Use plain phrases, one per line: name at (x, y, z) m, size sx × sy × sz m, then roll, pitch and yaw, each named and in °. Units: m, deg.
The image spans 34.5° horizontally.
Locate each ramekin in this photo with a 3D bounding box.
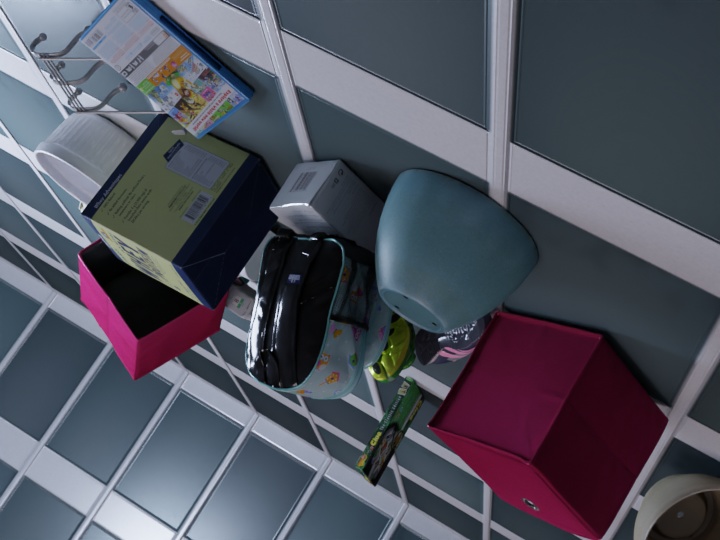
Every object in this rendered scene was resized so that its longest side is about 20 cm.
ramekin at (-0.439, -0.179, 1.954) m, size 0.199 × 0.106 × 0.200 m, roll 30°, pitch 164°, yaw 10°

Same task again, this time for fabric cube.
fabric cube at (0.251, 0.204, 1.549) m, size 0.195 × 0.201 × 0.199 m, roll 14°, pitch 154°, yaw 50°
fabric cube at (-0.370, 0.038, 2.063) m, size 0.201 × 0.195 × 0.200 m, roll 52°, pitch 156°, yaw 13°

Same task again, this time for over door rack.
over door rack at (-0.340, -0.267, 1.610) m, size 0.198 × 0.067 × 0.148 m, roll 13°, pitch 158°, yaw 16°

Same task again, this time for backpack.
backpack at (-0.055, 0.065, 1.481) m, size 0.175 × 0.202 × 0.153 m, roll 7°, pitch 166°, yaw 46°

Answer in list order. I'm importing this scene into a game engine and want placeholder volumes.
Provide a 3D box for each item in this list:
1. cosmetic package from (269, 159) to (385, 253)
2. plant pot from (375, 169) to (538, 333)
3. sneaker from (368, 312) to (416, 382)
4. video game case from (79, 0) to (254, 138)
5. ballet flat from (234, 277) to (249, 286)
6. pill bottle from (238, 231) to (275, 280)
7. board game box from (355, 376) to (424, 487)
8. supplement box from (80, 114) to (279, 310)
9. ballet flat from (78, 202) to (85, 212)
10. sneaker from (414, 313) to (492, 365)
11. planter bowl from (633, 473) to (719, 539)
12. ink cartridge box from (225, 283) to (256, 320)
cosmetic package at (-0.010, -0.054, 1.545) m, size 0.200 × 0.081 × 0.112 m, roll 43°, pitch 159°, yaw -26°
plant pot at (0.095, -0.006, 1.392) m, size 0.199 × 0.135 × 0.200 m, roll 30°, pitch 163°, yaw 10°
sneaker at (0.058, 0.121, 1.780) m, size 0.084 × 0.074 × 0.200 m, roll 62°, pitch -163°, yaw -17°
video game case at (-0.245, -0.258, 1.459) m, size 0.200 × 0.018 × 0.143 m, roll 40°, pitch 146°, yaw -20°
ballet flat at (-0.238, -0.022, 2.074) m, size 0.070 × 0.070 × 0.200 m, roll 11°, pitch 164°, yaw 3°
pill bottle at (-0.234, -0.055, 1.904) m, size 0.199 × 0.113 × 0.113 m, roll 23°, pitch 161°, yaw 32°
board game box at (0.058, 0.311, 2.233) m, size 0.023 × 0.201 × 0.105 m, roll 22°, pitch 160°, yaw 28°
supplement box at (-0.256, -0.088, 1.697) m, size 0.199 × 0.201 × 0.135 m, roll 26°, pitch 161°, yaw 26°
ballet flat at (-0.515, -0.142, 2.252) m, size 0.068 × 0.073 × 0.200 m, roll 35°, pitch 164°, yaw -10°
sneaker at (0.154, 0.088, 1.696) m, size 0.081 × 0.071 × 0.200 m, roll -5°, pitch 167°, yaw -25°
planter bowl at (0.487, 0.380, 1.698) m, size 0.200 × 0.201 × 0.135 m, roll 37°, pitch -170°, yaw -15°
ink cartridge box at (-0.258, 0.032, 2.202) m, size 0.199 × 0.050 × 0.161 m, roll 31°, pitch -179°, yaw 20°
